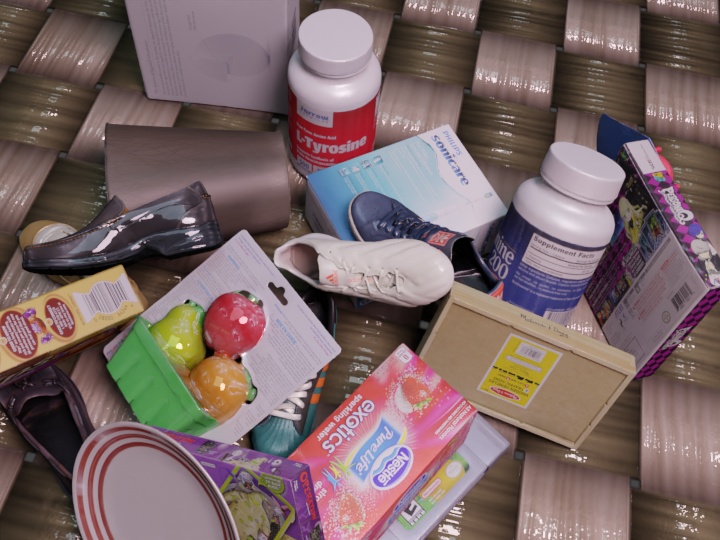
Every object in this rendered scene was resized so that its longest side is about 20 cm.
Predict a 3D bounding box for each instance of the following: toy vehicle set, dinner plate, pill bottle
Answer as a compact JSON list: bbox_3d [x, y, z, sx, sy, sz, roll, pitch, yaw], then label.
[{"bbox_3d":[0.159,0.099,0.807,0.198,0.125,0.027,23,38,-3],"label":"toy vehicle set"},{"bbox_3d":[-0.178,0.225,0.703,0.199,0.202,0.024,35,30,17],"label":"dinner plate"},{"bbox_3d":[-0.033,-0.206,0.960,0.111,0.201,0.113,2,57,-3],"label":"pill bottle"},{"bbox_3d":[0.202,-0.029,0.855,0.110,0.202,0.111,14,30,-8],"label":"pill bottle"}]

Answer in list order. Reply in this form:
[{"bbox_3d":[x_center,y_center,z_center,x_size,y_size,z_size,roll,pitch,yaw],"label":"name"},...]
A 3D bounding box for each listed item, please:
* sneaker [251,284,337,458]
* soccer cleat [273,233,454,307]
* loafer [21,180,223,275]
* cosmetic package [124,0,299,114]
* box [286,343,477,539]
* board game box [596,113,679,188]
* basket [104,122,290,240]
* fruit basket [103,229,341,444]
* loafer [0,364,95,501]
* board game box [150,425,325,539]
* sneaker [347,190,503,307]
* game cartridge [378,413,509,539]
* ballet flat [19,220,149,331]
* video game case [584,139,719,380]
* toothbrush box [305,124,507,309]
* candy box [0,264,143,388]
[{"bbox_3d":[-0.069,0.103,0.834,0.070,0.080,0.202,12,58,1],"label":"sneaker"},{"bbox_3d":[0.000,0.000,0.803,0.198,0.070,0.077,10,14,37],"label":"soccer cleat"},{"bbox_3d":[-0.244,-0.040,0.812,0.198,0.073,0.073,-12,88,-18],"label":"loafer"},{"bbox_3d":[-0.182,-0.322,1.022,0.197,0.200,0.124,6,58,-1],"label":"cosmetic package"},{"bbox_3d":[0.007,0.181,0.743,0.099,0.096,0.200,40,63,19],"label":"box"},{"bbox_3d":[0.331,-0.098,0.916,0.038,0.160,0.200,-17,24,-1],"label":"board game box"},{"bbox_3d":[-0.187,-0.099,0.927,0.197,0.137,0.182,-6,51,-13],"label":"basket"},{"bbox_3d":[-0.145,0.083,0.812,0.199,0.094,0.185,-38,63,-10],"label":"fruit basket"},{"bbox_3d":[-0.312,0.144,0.801,0.072,0.063,0.200,-35,67,-22],"label":"loafer"},{"bbox_3d":[-0.114,0.207,0.690,0.198,0.121,0.032,4,25,38],"label":"board game box"},{"bbox_3d":[0.071,-0.027,0.831,0.199,0.085,0.075,39,66,11],"label":"sneaker"},{"bbox_3d":[0.042,0.199,0.811,0.133,0.041,0.200,39,63,23],"label":"game cartridge"},{"bbox_3d":[-0.314,-0.010,0.898,0.199,0.063,0.069,34,61,16],"label":"ballet flat"},{"bbox_3d":[0.300,-0.006,0.861,0.035,0.201,0.183,-11,58,-13],"label":"video game case"},{"bbox_3d":[0.051,-0.067,0.947,0.198,0.086,0.147,-23,64,-16],"label":"toothbrush box"},{"bbox_3d":[-0.320,0.068,0.758,0.199,0.116,0.057,-29,89,-42],"label":"candy box"}]
